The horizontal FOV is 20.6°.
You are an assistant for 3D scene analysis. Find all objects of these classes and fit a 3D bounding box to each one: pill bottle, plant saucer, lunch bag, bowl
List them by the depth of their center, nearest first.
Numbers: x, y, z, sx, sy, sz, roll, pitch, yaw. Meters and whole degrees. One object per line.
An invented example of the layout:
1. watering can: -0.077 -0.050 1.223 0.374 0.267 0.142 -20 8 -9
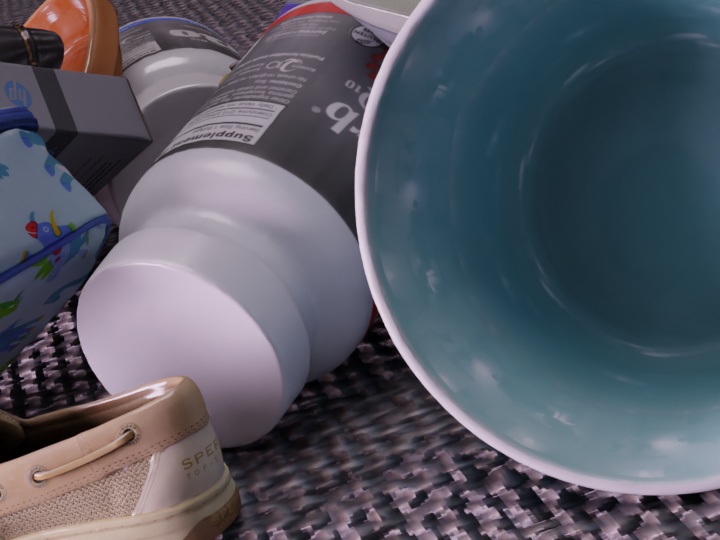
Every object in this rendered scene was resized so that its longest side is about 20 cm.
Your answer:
1. bowl: 0.107 -0.026 0.699 0.200 0.202 0.105 -10 -3 15
2. lunch bag: -0.204 0.023 0.812 0.161 0.083 0.200 -33 -7 -44
3. pill bottle: -0.033 -0.023 0.850 0.115 0.116 0.200 -5 34 31
4. plant saucer: -0.181 -0.056 1.064 0.032 0.201 0.200 25 1 -25
5. pill bottle: -0.100 -0.074 1.105 0.113 0.114 0.200 -17 18 -7

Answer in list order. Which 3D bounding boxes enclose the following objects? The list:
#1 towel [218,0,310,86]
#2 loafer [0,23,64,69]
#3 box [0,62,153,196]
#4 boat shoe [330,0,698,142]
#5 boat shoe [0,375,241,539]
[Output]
1. towel: 0.008 -0.148 1.029 0.143 0.023 0.200 -24 15 22
2. loafer: -0.196 -0.061 0.995 0.072 0.073 0.200 -15 -13 -24
3. box: -0.214 -0.037 0.880 0.156 0.041 0.200 -38 -24 31
4. boat shoe: 0.075 -0.098 0.812 0.200 0.070 0.071 26 -4 25
5. boat shoe: -0.145 0.079 0.746 0.199 0.065 0.071 -11 17 13
